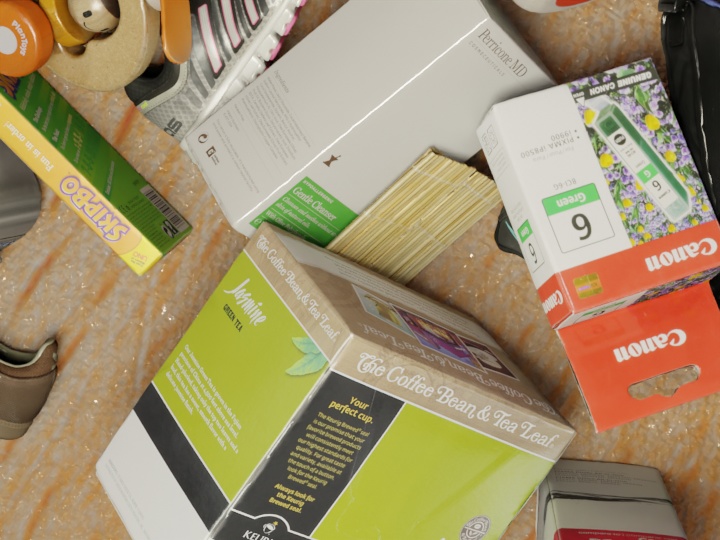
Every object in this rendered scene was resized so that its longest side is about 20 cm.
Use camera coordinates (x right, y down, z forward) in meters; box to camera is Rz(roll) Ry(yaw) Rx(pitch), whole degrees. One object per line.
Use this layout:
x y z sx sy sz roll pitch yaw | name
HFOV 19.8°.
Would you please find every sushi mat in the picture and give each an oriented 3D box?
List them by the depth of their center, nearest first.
0.000 0.000 1.301 0.200 0.096 0.012 -42 56 16 | sushi mat

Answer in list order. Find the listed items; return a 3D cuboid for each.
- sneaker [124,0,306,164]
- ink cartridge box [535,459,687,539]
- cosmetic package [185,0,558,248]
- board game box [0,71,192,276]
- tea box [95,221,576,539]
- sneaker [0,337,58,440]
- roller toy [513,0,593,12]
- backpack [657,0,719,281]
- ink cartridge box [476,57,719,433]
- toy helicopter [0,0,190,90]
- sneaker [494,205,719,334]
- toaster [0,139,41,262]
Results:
-0.085 -0.167 1.289 0.087 0.074 0.200 29 107 -6 | sneaker
0.152 0.213 1.270 0.083 0.200 0.146 2 101 2 | ink cartridge box
0.006 -0.098 1.265 0.200 0.108 0.085 -39 56 13 | cosmetic package
-0.193 -0.082 1.306 0.030 0.096 0.200 -42 93 12 | board game box
-0.015 0.110 1.257 0.200 0.134 0.197 26 106 -39 | tea box
-0.291 0.032 1.355 0.200 0.070 0.076 30 101 -9 | sneaker
0.150 -0.235 1.186 0.182 0.200 0.140 -23 85 -28 | roller toy
0.278 -0.073 1.214 0.147 0.183 0.200 -13 108 -12 | backpack
0.156 -0.016 1.227 0.109 0.050 0.200 -18 79 -14 | ink cartridge box
-0.153 -0.201 1.222 0.132 0.079 0.200 16 119 23 | toy helicopter
0.173 0.007 1.304 0.200 0.075 0.079 41 118 3 | sneaker
-0.293 -0.081 1.301 0.113 0.129 0.200 -28 96 10 | toaster
